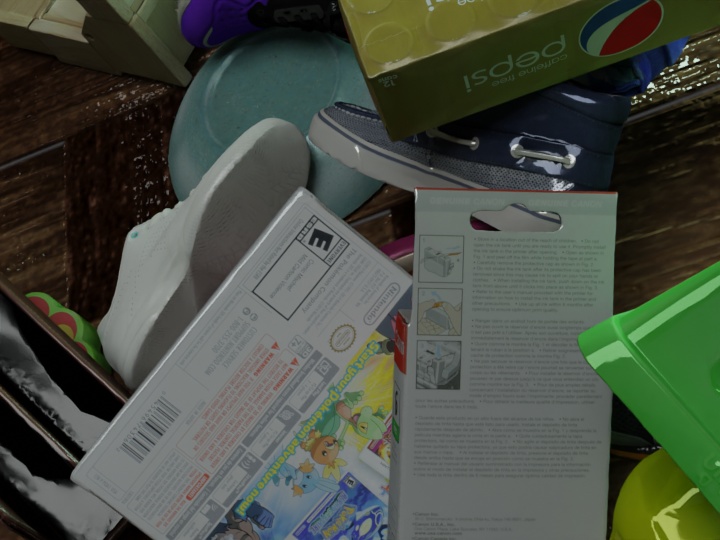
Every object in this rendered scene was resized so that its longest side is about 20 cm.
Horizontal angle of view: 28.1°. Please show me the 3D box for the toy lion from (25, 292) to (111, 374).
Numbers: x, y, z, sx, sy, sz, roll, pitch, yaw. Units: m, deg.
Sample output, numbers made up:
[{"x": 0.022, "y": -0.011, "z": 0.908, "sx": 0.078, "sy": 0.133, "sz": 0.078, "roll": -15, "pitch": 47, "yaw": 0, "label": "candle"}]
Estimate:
[{"x": -0.271, "y": 0.100, "z": 0.978, "sx": 0.191, "sy": 0.069, "sz": 0.200, "roll": 25, "pitch": 77, "yaw": 27, "label": "toy lion"}]

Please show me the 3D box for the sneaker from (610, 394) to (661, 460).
[{"x": 0.194, "y": 0.045, "z": 0.755, "sx": 0.200, "sy": 0.077, "sz": 0.078, "roll": -15, "pitch": 60, "yaw": 22, "label": "sneaker"}]

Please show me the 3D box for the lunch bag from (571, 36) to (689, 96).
[{"x": 0.128, "y": -0.179, "z": 0.862, "sx": 0.200, "sy": 0.128, "sz": 0.170, "roll": 16, "pitch": 54, "yaw": 41, "label": "lunch bag"}]

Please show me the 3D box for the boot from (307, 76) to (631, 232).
[{"x": 0.061, "y": -0.084, "z": 0.820, "sx": 0.200, "sy": 0.073, "sz": 0.091, "roll": 25, "pitch": 105, "yaw": 32, "label": "boot"}]

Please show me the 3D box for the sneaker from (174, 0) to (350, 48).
[{"x": -0.033, "y": -0.186, "z": 0.956, "sx": 0.200, "sy": 0.070, "sz": 0.100, "roll": -31, "pitch": 81, "yaw": 25, "label": "sneaker"}]

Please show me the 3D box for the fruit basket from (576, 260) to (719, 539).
[{"x": 0.178, "y": 0.105, "z": 0.662, "sx": 0.215, "sy": 0.155, "sz": 0.216, "roll": 2, "pitch": 95, "yaw": 26, "label": "fruit basket"}]

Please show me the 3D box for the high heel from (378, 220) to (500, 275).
[{"x": 0.000, "y": 0.000, "z": 0.867, "sx": 0.200, "sy": 0.067, "sz": 0.096, "roll": -27, "pitch": 39, "yaw": 23, "label": "high heel"}]

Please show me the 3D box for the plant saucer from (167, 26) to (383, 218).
[{"x": -0.054, "y": -0.115, "z": 0.993, "sx": 0.201, "sy": 0.039, "sz": 0.201, "roll": -12, "pitch": 60, "yaw": 21, "label": "plant saucer"}]

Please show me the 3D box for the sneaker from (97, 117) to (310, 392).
[{"x": -0.113, "y": -0.022, "z": 0.940, "sx": 0.088, "sy": 0.075, "sz": 0.200, "roll": 38, "pitch": 97, "yaw": 44, "label": "sneaker"}]

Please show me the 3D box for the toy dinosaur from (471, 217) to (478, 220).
[{"x": 0.080, "y": -0.019, "z": 0.874, "sx": 0.101, "sy": 0.058, "sz": 0.200, "roll": -39, "pitch": 56, "yaw": 23, "label": "toy dinosaur"}]

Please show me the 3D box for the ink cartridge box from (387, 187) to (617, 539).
[{"x": 0.072, "y": 0.057, "z": 0.743, "sx": 0.109, "sy": 0.050, "sz": 0.201, "roll": 1, "pitch": 95, "yaw": -4, "label": "ink cartridge box"}]

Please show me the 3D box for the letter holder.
[{"x": -0.221, "y": 0.069, "z": 0.873, "sx": 0.200, "sy": 0.142, "sz": 0.101, "roll": 39, "pitch": 80, "yaw": 22, "label": "letter holder"}]

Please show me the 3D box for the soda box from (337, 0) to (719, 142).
[{"x": 0.093, "y": -0.140, "z": 0.741, "sx": 0.200, "sy": 0.064, "sz": 0.068, "roll": -20, "pitch": 61, "yaw": 4, "label": "soda box"}]

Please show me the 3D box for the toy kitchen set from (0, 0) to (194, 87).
[{"x": -0.202, "y": -0.265, "z": 1.063, "sx": 0.200, "sy": 0.180, "sz": 0.163, "roll": 17, "pitch": 71, "yaw": 35, "label": "toy kitchen set"}]

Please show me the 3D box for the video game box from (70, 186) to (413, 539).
[{"x": -0.024, "y": 0.087, "z": 0.785, "sx": 0.182, "sy": 0.047, "sz": 0.200, "roll": 39, "pitch": 91, "yaw": -5, "label": "video game box"}]
